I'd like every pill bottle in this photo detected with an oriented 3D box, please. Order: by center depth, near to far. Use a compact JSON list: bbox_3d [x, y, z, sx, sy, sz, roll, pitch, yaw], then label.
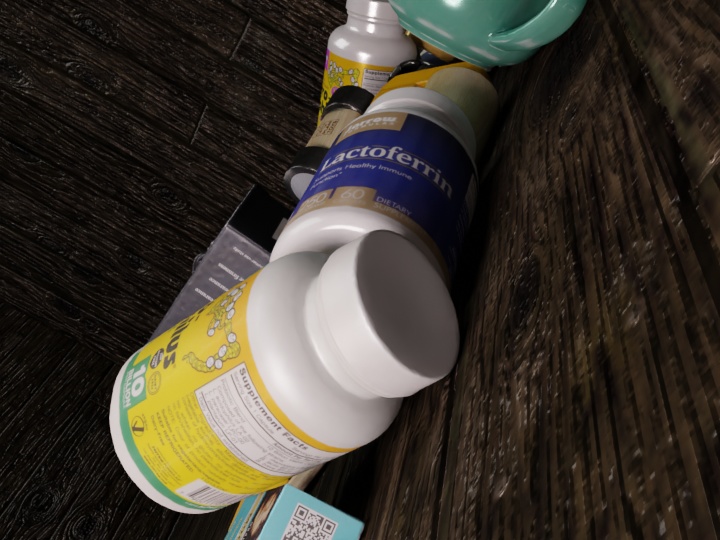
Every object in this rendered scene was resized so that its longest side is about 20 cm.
[{"bbox_3d":[-0.045,0.058,0.520,0.199,0.113,0.113,-30,22,35],"label":"pill bottle"},{"bbox_3d":[0.019,-0.041,0.628,0.116,0.115,0.201,-57,6,39],"label":"pill bottle"},{"bbox_3d":[0.007,-0.214,1.051,0.104,0.103,0.202,-70,-10,-65],"label":"pill bottle"}]

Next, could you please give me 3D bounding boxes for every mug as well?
[{"bbox_3d":[0.093,-0.232,0.735,0.115,0.151,0.185,-63,4,21],"label":"mug"}]

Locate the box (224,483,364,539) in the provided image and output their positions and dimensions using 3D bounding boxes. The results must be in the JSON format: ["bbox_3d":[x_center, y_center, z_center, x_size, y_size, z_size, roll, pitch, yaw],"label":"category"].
[{"bbox_3d":[-0.057,0.182,0.554,0.083,0.049,0.200,-63,4,-21],"label":"box"}]

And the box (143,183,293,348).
[{"bbox_3d":[-0.097,0.053,0.820,0.200,0.147,0.105,-51,9,24],"label":"box"}]

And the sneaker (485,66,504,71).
[{"bbox_3d":[0.130,-0.263,0.977,0.076,0.080,0.200,-62,3,8],"label":"sneaker"}]

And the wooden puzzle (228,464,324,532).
[{"bbox_3d":[-0.064,0.164,0.827,0.201,0.037,0.185,-60,5,27],"label":"wooden puzzle"}]

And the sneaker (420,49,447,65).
[{"bbox_3d":[0.091,-0.227,1.266,0.085,0.074,0.200,-62,-6,-25],"label":"sneaker"}]

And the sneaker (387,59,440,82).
[{"bbox_3d":[0.075,-0.189,0.994,0.070,0.099,0.200,-59,5,0],"label":"sneaker"}]

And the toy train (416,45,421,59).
[{"bbox_3d":[0.013,-0.196,1.160,0.199,0.116,0.085,-24,18,18],"label":"toy train"}]

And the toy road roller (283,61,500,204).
[{"bbox_3d":[0.043,-0.089,0.831,0.198,0.146,0.124,-6,43,37],"label":"toy road roller"}]

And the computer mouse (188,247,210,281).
[{"bbox_3d":[-0.102,0.055,1.051,0.053,0.198,0.140,-35,-46,-61],"label":"computer mouse"}]

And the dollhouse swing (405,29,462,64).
[{"bbox_3d":[0.100,-0.378,1.105,0.201,0.175,0.182,-61,-13,17],"label":"dollhouse swing"}]
